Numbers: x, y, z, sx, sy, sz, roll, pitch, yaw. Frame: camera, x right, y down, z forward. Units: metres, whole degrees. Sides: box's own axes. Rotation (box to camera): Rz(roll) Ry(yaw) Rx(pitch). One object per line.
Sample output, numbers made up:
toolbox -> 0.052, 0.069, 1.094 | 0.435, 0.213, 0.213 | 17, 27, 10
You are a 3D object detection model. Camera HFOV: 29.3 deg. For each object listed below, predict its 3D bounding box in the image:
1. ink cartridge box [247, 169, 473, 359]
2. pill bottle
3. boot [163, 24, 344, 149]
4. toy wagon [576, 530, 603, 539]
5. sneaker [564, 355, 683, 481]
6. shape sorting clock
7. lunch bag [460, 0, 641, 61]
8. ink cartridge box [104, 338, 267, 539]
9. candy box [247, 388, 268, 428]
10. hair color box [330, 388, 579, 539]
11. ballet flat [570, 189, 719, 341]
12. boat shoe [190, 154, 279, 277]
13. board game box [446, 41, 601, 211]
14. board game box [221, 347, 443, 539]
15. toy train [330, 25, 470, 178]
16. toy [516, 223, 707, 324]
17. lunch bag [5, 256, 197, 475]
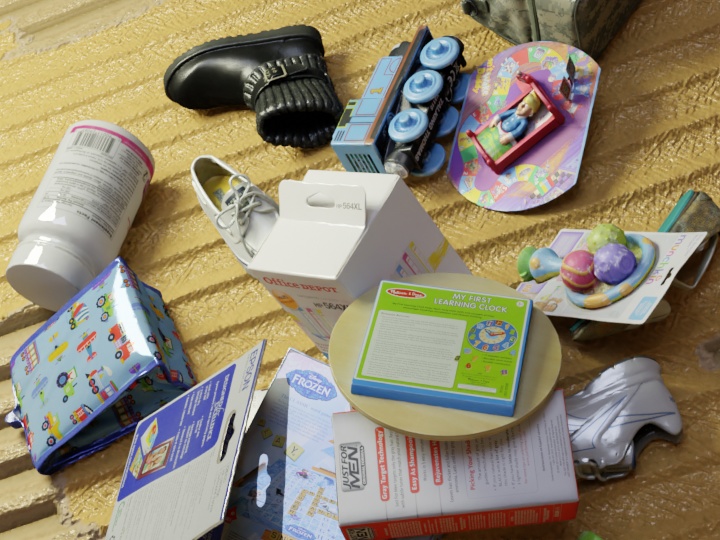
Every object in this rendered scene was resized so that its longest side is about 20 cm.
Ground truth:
ink cartridge box -> 0.000, 0.000, 1.321 | 0.128, 0.200, 0.126 | 6, 56, 44
pill bottle -> -0.317, -0.060, 1.553 | 0.113, 0.114, 0.201 | 5, 57, 23
boot -> -0.128, -0.202, 1.613 | 0.210, 0.080, 0.158 | -16, 51, 7
toy wagon -> 0.198, 0.315, 1.137 | 0.200, 0.040, 0.155 | 31, 70, 34
sneaker -> 0.198, 0.154, 1.239 | 0.199, 0.075, 0.087 | -28, 56, -1
shape sorting clock -> 0.072, 0.071, 1.179 | 0.199, 0.039, 0.201 | -2, 45, 2
lunch bag -> 0.226, -0.345, 1.552 | 0.167, 0.140, 0.200 | 26, 68, 26
ink cartridge box -> -0.149, 0.184, 1.216 | 0.200, 0.047, 0.198 | -31, 33, 36
candy box -> -0.075, 0.182, 1.318 | 0.199, 0.061, 0.137 | -12, 53, 10
hair color box -> 0.079, 0.166, 1.166 | 0.199, 0.061, 0.102 | -6, 65, 3
ballet flat -> 0.286, 0.008, 1.325 | 0.071, 0.071, 0.200 | 32, 72, 35
boat shoe -> -0.127, -0.067, 1.507 | 0.074, 0.086, 0.202 | -35, 51, -8
board game box -> 0.165, -0.163, 1.467 | 0.157, 0.039, 0.201 | 5, 72, 33
board game box -> -0.019, 0.196, 1.223 | 0.199, 0.041, 0.200 | 23, 71, 17
toy train -> 0.050, -0.185, 1.536 | 0.114, 0.087, 0.201 | 5, 57, 30
toy -> 0.218, -0.009, 1.307 | 0.115, 0.047, 0.200 | -51, 23, -21
lunch bag -> -0.289, 0.111, 1.442 | 0.199, 0.094, 0.151 | -32, 53, 6
